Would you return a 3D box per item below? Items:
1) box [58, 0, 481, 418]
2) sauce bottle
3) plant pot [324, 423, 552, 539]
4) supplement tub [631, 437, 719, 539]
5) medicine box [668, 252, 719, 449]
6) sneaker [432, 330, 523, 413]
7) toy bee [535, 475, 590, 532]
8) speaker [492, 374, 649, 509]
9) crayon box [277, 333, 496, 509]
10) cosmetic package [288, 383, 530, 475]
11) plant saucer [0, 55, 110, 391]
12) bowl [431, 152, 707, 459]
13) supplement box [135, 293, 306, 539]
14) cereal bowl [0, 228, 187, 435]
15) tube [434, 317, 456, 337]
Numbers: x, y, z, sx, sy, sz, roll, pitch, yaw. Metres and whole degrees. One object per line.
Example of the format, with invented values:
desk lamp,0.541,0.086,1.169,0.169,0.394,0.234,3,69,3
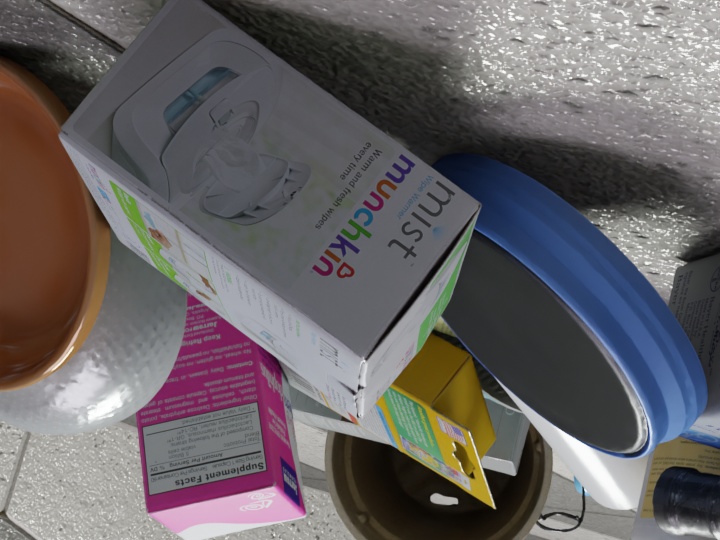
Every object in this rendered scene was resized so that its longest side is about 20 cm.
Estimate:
box,-0.042,-0.021,0.765,0.176,0.097,0.200,35,169,8
sauce bottle,0.256,0.141,0.845,0.200,0.065,0.065,1,161,47
plant pot,0.079,0.169,1.408,0.200,0.201,0.183,13,179,8
supplement tub,0.258,0.139,0.991,0.145,0.201,0.145,14,167,3
medicine box,0.286,0.057,0.830,0.182,0.103,0.200,18,168,-12
sneaker,0.097,0.066,1.170,0.200,0.074,0.082,23,171,20
toy bee,0.235,0.159,1.378,0.130,0.109,0.200,2,-171,17
speaker,0.148,0.080,1.027,0.081,0.081,0.200,5,148,39
crayon box,0.022,0.080,1.101,0.200,0.052,0.126,29,158,29
cosmetic package,0.045,0.094,1.258,0.199,0.107,0.090,10,167,13
plant saucer,-0.217,-0.030,0.892,0.200,0.201,0.037,7,-165,33
bowl,0.099,0.024,0.834,0.201,0.039,0.201,42,164,15
supplement box,-0.112,0.091,1.153,0.103,0.201,0.101,-12,157,7
cereal bowl,-0.211,0.012,0.972,0.200,0.201,0.083,7,-170,33
tube,0.000,0.000,1.049,0.199,0.052,0.058,18,129,4
